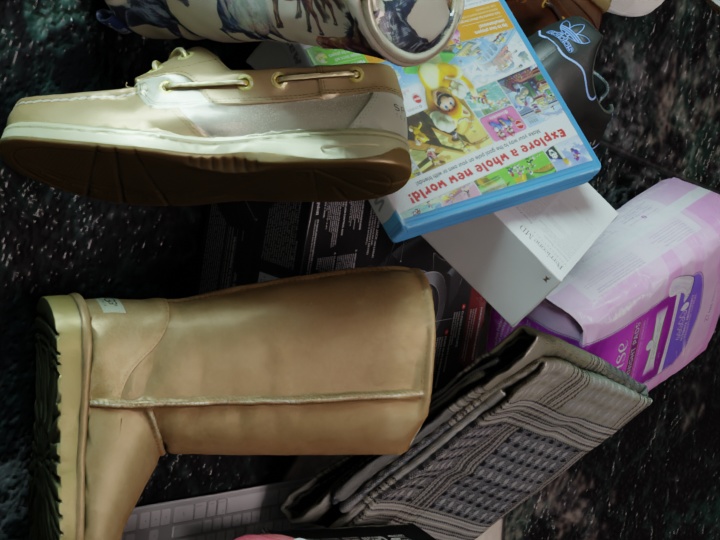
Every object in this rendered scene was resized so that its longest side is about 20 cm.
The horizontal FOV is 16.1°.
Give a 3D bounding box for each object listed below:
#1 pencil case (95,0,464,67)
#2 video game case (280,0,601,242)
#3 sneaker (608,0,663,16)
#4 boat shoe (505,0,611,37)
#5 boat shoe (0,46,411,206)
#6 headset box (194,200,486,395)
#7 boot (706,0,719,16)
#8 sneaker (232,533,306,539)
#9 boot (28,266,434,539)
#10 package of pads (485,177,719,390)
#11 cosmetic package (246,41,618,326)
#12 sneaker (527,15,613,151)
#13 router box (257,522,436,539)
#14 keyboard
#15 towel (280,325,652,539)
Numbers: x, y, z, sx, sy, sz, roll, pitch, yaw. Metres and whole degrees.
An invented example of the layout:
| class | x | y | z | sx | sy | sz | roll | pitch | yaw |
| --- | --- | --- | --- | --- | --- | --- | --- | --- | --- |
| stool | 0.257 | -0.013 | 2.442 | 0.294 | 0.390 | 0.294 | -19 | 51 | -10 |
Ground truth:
| class | x | y | z | sx | sy | sz | roll | pitch | yaw |
| --- | --- | --- | --- | --- | --- | --- | --- | --- | --- |
| pencil case | -0.042 | -0.142 | 1.207 | 0.089 | 0.199 | 0.078 | -8 | 104 | -46 |
| video game case | 0.025 | -0.118 | 1.325 | 0.143 | 0.200 | 0.018 | -17 | 161 | -39 |
| sneaker | 0.163 | -0.212 | 1.550 | 0.073 | 0.084 | 0.200 | -63 | 145 | -14 |
| boat shoe | 0.085 | -0.160 | 1.478 | 0.200 | 0.072 | 0.068 | 17 | 90 | -57 |
| boat shoe | -0.075 | -0.073 | 1.242 | 0.074 | 0.199 | 0.067 | 106 | -14 | -69 |
| headset box | 0.000 | 0.000 | 1.433 | 0.200 | 0.077 | 0.149 | -10 | 114 | -52 |
| boot | 0.232 | -0.212 | 1.588 | 0.076 | 0.073 | 0.201 | 87 | 1 | -47 |
| sneaker | -0.033 | 0.163 | 1.319 | 0.087 | 0.199 | 0.074 | -76 | 156 | -53 |
| boot | -0.065 | 0.088 | 1.306 | 0.199 | 0.066 | 0.176 | -2 | 111 | -20 |
| package of pads | 0.164 | 0.028 | 1.655 | 0.200 | 0.076 | 0.121 | -30 | 139 | -43 |
| cosmetic package | 0.039 | -0.069 | 1.355 | 0.051 | 0.200 | 0.083 | -45 | 179 | 38 |
| sneaker | 0.114 | -0.073 | 1.515 | 0.078 | 0.070 | 0.200 | -37 | 156 | -14 |
| router box | -0.039 | 0.240 | 1.453 | 0.150 | 0.062 | 0.200 | 5 | 120 | -53 |
| keyboard | -0.087 | 0.154 | 1.443 | 0.200 | 0.011 | 0.057 | -4 | 109 | -53 |
| towel | 0.068 | 0.114 | 1.514 | 0.192 | 0.035 | 0.200 | -37 | 154 | 15 |
